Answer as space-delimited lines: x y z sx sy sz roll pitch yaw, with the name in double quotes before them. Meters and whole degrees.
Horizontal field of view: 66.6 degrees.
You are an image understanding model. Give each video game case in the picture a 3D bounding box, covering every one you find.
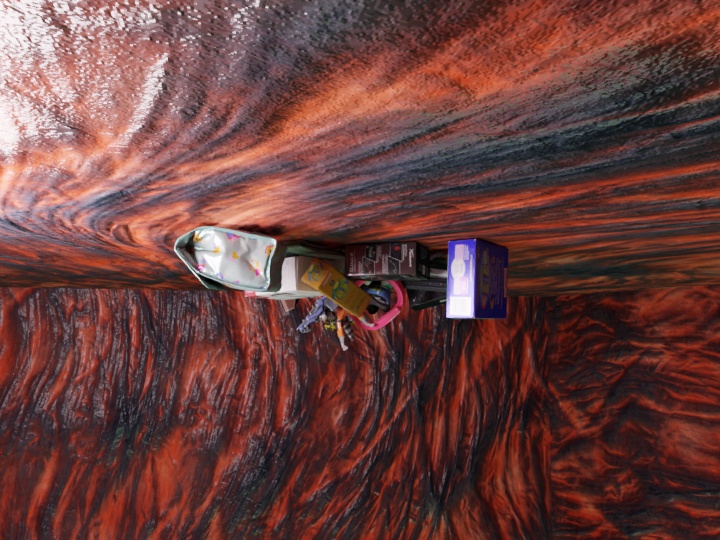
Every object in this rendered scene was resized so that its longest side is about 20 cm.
"video game case" 0.177 0.013 1.431 0.195 0.019 0.143 8 171 21

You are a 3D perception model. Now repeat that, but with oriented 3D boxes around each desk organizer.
"desk organizer" -0.187 0.049 1.645 0.075 0.073 0.200 -21 -167 12

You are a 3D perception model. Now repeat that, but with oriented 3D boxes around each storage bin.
"storage bin" 0.236 0.045 1.613 0.195 0.096 0.135 -15 167 11

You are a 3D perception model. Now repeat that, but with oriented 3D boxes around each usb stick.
"usb stick" 0.188 0.037 1.397 0.197 0.034 0.055 3 167 44

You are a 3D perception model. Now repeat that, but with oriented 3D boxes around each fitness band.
"fitness band" 0.037 0.077 1.478 0.200 0.144 0.037 -43 180 40

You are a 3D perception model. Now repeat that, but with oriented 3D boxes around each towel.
"towel" -0.154 -0.046 1.334 0.189 0.036 0.198 -7 169 34

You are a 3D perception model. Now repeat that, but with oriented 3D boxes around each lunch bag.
"lunch bag" -0.256 -0.020 1.087 0.194 0.126 0.170 9 177 -1

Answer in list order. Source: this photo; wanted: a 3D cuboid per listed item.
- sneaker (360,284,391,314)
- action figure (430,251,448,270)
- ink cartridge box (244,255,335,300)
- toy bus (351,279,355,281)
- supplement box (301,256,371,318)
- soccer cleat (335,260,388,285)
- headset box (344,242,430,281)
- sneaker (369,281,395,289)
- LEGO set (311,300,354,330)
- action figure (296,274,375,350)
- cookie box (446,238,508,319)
"sneaker" 0.017 0.084 1.575 0.069 0.085 0.197 -10 -172 -35
"action figure" 0.193 -0.020 1.424 0.194 0.056 0.118 8 175 -9
"ink cartridge box" -0.177 0.023 1.381 0.197 0.086 0.145 -8 169 41
"toy bus" -0.089 0.009 1.550 0.196 0.081 0.064 -4 178 -36
"supplement box" -0.054 0.044 1.315 0.068 0.067 0.199 29 174 40
"soccer cleat" 0.000 0.000 1.506 0.195 0.080 0.069 3 174 -24
"headset box" 0.059 -0.018 1.323 0.195 0.077 0.148 -2 173 21
"sneaker" 0.071 0.014 1.673 0.118 0.086 0.199 -4 -170 -22
"LEGO set" -0.063 0.072 1.687 0.150 0.204 0.117 20 145 -7
"action figure" -0.081 0.119 1.464 0.199 0.195 0.105 -37 179 -15
"cookie box" 0.275 0.026 1.272 0.074 0.177 0.198 0 175 36
